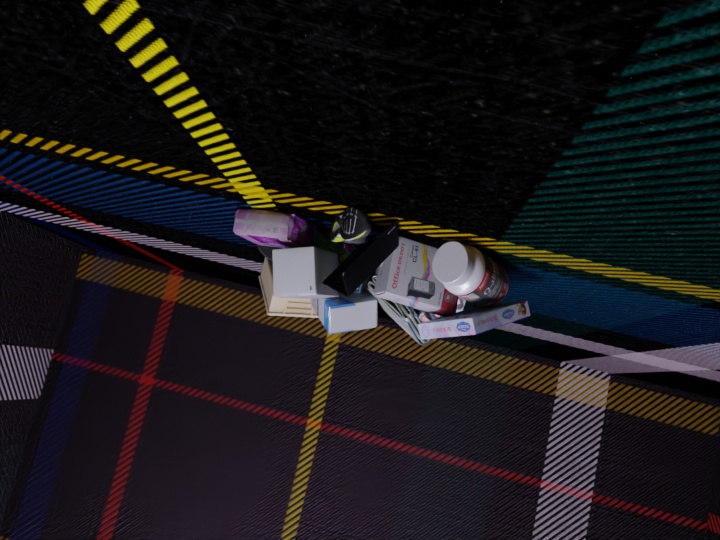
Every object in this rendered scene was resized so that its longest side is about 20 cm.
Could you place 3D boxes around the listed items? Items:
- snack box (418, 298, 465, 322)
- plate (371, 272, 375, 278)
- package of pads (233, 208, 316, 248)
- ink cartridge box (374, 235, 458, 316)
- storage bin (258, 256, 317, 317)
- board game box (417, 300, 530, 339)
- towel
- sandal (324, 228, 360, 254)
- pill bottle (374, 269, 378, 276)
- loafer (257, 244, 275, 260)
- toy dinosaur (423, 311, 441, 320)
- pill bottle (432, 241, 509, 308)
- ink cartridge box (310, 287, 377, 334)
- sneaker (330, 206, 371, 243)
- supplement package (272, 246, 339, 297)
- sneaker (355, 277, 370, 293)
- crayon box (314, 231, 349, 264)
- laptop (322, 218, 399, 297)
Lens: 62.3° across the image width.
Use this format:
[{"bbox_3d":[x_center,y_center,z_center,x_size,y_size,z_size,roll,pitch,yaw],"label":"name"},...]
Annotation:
[{"bbox_3d":[0.234,0.073,1.652,0.113,0.037,0.204,13,127,2],"label":"snack box"},{"bbox_3d":[-0.034,-0.009,1.787,0.194,0.026,0.201,-2,-161,1],"label":"plate"},{"bbox_3d":[-0.222,-0.106,1.537,0.196,0.078,0.120,8,172,33],"label":"package of pads"},{"bbox_3d":[0.148,0.015,1.473,0.195,0.152,0.085,16,168,-18],"label":"ink cartridge box"},{"bbox_3d":[-0.199,0.045,1.841,0.193,0.096,0.201,6,-150,-22],"label":"storage bin"},{"bbox_3d":[0.275,0.121,1.453,0.196,0.042,0.198,-12,178,-34],"label":"board game box"},{"bbox_3d":[0.107,0.109,1.600,0.171,0.048,0.201,45,174,31],"label":"towel"},{"bbox_3d":[-0.012,-0.058,1.590,0.197,0.049,0.075,19,169,-29],"label":"sandal"},{"bbox_3d":[0.142,0.037,1.722,0.196,0.115,0.112,18,170,-24],"label":"pill bottle"},{"bbox_3d":[-0.226,-0.047,1.830,0.197,0.074,0.071,29,179,5],"label":"loafer"},{"bbox_3d":[0.179,0.052,1.601,0.103,0.185,0.200,-25,-148,-11],"label":"toy dinosaur"},{"bbox_3d":[0.255,0.010,1.383,0.114,0.119,0.198,5,168,41],"label":"pill bottle"},{"bbox_3d":[-0.051,0.090,1.682,0.141,0.086,0.200,-7,-157,-18],"label":"ink cartridge box"},{"bbox_3d":[-0.007,-0.096,1.335,0.079,0.076,0.199,9,180,-17],"label":"sneaker"},{"bbox_3d":[-0.136,0.010,1.523,0.114,0.121,0.200,-3,176,14],"label":"supplement package"},{"bbox_3d":[0.000,0.000,1.671,0.071,0.084,0.200,14,-164,5],"label":"sneaker"},{"bbox_3d":[-0.132,-0.066,1.688,0.116,0.060,0.199,7,169,36],"label":"crayon box"},{"bbox_3d":[-0.005,-0.039,1.375,0.199,0.177,0.104,24,154,56],"label":"laptop"}]
